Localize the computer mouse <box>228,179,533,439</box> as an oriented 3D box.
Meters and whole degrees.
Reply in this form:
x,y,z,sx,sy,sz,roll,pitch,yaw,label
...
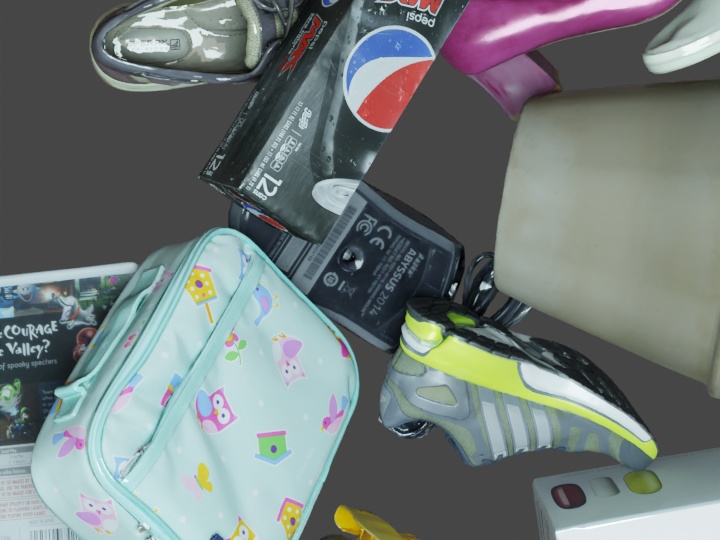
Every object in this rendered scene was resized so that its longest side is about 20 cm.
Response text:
x,y,z,sx,sy,sz,roll,pitch,yaw,label
0.000,0.000,1.310,0.200,0.053,0.139,36,96,-21,computer mouse

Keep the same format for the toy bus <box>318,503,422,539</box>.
x,y,z,sx,sy,sz,roll,pitch,yaw,label
0.043,0.266,1.329,0.191,0.136,0.201,14,98,-19,toy bus

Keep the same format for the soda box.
x,y,z,sx,sy,sz,roll,pitch,yaw,label
-0.007,-0.117,1.220,0.063,0.071,0.200,33,85,-25,soda box

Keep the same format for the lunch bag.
x,y,z,sx,sy,sz,roll,pitch,yaw,label
-0.091,0.084,1.211,0.077,0.200,0.160,-14,128,40,lunch bag

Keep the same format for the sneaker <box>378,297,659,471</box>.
x,y,z,sx,sy,sz,roll,pitch,yaw,label
0.095,0.084,1.306,0.200,0.074,0.081,24,108,-24,sneaker

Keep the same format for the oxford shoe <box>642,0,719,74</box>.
x,y,z,sx,sy,sz,roll,pitch,yaw,label
0.243,-0.188,1.268,0.200,0.075,0.058,-38,107,-3,oxford shoe

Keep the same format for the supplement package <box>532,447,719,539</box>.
x,y,z,sx,sy,sz,roll,pitch,yaw,label
0.220,0.199,1.326,0.199,0.111,0.156,-10,102,-1,supplement package

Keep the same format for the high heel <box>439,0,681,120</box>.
x,y,z,sx,sy,sz,roll,pitch,yaw,label
0.133,-0.182,1.264,0.200,0.067,0.096,-41,111,9,high heel

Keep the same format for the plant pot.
x,y,z,sx,sy,sz,roll,pitch,yaw,label
0.173,-0.033,1.249,0.173,0.200,0.201,11,101,10,plant pot

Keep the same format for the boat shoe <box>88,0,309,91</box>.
x,y,z,sx,sy,sz,roll,pitch,yaw,label
-0.063,-0.143,1.267,0.199,0.065,0.072,-7,99,-2,boat shoe

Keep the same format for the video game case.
x,y,z,sx,sy,sz,roll,pitch,yaw,label
-0.219,0.095,1.260,0.199,0.023,0.182,-6,81,10,video game case
